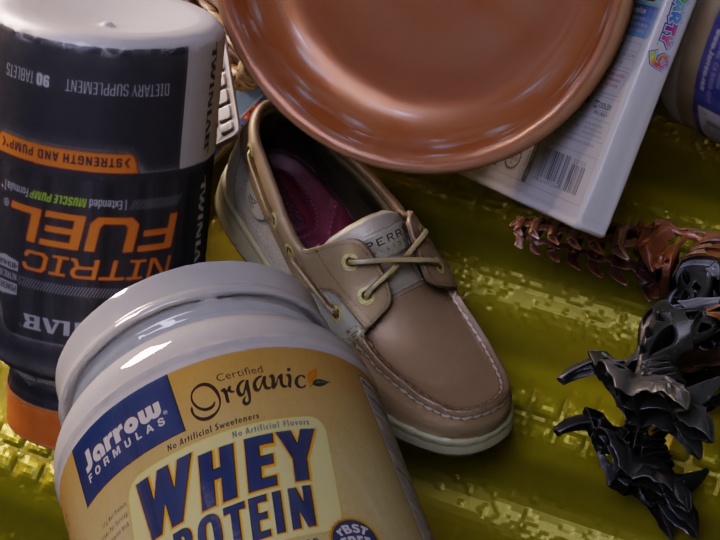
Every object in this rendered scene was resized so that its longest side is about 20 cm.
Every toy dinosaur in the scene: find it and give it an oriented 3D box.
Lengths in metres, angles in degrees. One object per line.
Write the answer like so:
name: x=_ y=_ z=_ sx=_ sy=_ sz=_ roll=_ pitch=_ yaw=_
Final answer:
toy dinosaur: x=0.154 y=0.033 z=0.928 sx=0.199 sy=0.102 sz=0.136 roll=17 pitch=56 yaw=41

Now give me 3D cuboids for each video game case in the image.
video game case: x=0.108 y=-0.124 z=0.953 sx=0.201 sy=0.018 sz=0.143 roll=-69 pitch=23 yaw=5

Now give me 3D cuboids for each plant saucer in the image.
plant saucer: x=0.029 y=-0.143 z=0.932 sx=0.199 sy=0.037 sz=0.202 roll=5 pitch=104 yaw=22

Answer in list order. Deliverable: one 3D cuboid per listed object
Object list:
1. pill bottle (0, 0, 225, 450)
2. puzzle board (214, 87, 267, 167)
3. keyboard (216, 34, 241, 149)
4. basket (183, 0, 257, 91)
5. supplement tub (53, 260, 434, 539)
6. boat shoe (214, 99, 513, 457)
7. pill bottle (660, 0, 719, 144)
pill bottle: x=-0.121 y=-0.020 z=0.977 sx=0.106 sy=0.106 sz=0.201 roll=14 pitch=111 yaw=23
puzzle board: x=-0.119 y=-0.103 z=1.101 sx=0.200 sy=0.017 sz=0.151 roll=-45 pitch=62 yaw=-5
keyboard: x=-0.140 y=-0.053 z=1.054 sx=0.199 sy=0.011 sz=0.057 roll=-24 pitch=69 yaw=28
basket: x=-0.068 y=-0.215 z=1.046 sx=0.149 sy=0.143 sz=0.200 roll=-36 pitch=61 yaw=-16
supplement tub: x=-0.045 y=0.110 z=0.880 sx=0.144 sy=0.145 sz=0.201 roll=-27 pitch=53 yaw=5
boat shoe: x=0.000 y=0.000 z=0.977 sx=0.074 sy=0.067 sz=0.200 roll=-25 pitch=57 yaw=-32
pill bottle: x=0.239 y=-0.075 z=0.914 sx=0.199 sy=0.120 sz=0.120 roll=31 pitch=80 yaw=26
